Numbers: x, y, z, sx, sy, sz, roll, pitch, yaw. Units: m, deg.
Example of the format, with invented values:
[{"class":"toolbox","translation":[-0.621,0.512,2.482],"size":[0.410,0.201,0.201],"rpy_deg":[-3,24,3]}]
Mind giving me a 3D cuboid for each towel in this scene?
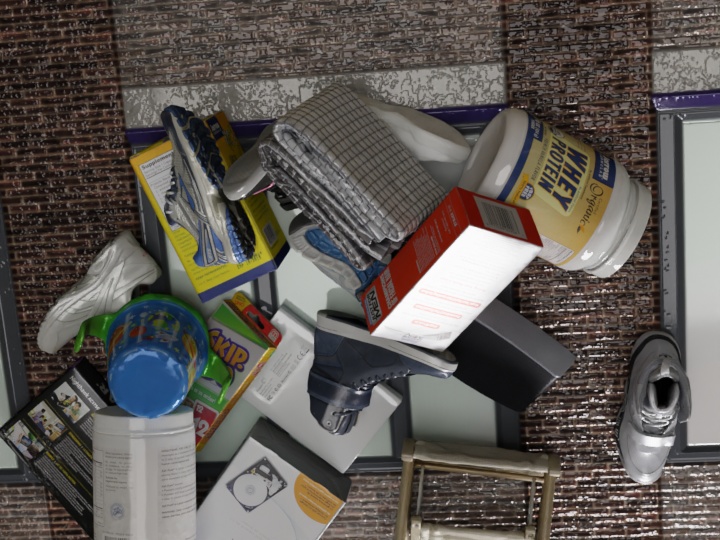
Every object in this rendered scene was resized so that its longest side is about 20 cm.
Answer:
[{"class":"towel","translation":[-0.009,-0.109,1.426],"size":[0.200,0.166,0.086],"rpy_deg":[46,122,1]}]

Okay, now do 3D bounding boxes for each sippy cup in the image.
[{"class":"sippy cup","translation":[-0.257,0.114,1.535],"size":[0.176,0.130,0.141],"rpy_deg":[-13,110,1]}]

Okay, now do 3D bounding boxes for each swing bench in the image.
[{"class":"swing bench","translation":[0.146,0.314,1.592],"size":[0.197,0.130,0.202],"rpy_deg":[6,99,5]}]

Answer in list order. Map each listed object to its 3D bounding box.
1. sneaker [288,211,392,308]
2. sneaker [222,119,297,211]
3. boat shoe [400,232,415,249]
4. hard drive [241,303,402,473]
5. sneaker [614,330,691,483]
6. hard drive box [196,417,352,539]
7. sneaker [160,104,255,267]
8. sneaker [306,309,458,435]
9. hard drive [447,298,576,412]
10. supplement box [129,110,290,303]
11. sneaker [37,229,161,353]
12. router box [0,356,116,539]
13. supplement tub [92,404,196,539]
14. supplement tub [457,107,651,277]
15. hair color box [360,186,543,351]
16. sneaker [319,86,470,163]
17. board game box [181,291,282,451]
[{"class":"sneaker","translation":[0.000,0.000,1.546],"size":[0.200,0.087,0.075],"rpy_deg":[40,85,9]},{"class":"sneaker","translation":[-0.097,-0.108,1.485],"size":[0.070,0.200,0.100],"rpy_deg":[-16,112,26]},{"class":"boat shoe","translation":[0.084,-0.026,1.540],"size":[0.198,0.071,0.092],"rpy_deg":[1,100,4]},{"class":"hard drive","translation":[-0.063,0.156,1.625],"size":[0.200,0.026,0.132],"rpy_deg":[37,105,-4]},{"class":"sneaker","translation":[0.363,0.184,1.539],"size":[0.074,0.115,0.202],"rpy_deg":[5,104,5]},{"class":"hard drive box","translation":[-0.130,0.325,1.649],"size":[0.155,0.077,0.201],"rpy_deg":[34,105,-2]},{"class":"sneaker","translation":[-0.199,-0.092,1.443],"size":[0.085,0.077,0.201],"rpy_deg":[-19,101,14]},{"class":"sneaker","translation":[0.021,0.143,1.537],"size":[0.201,0.077,0.147],"rpy_deg":[15,96,32]},{"class":"hard drive","translation":[0.154,0.094,1.547],"size":[0.199,0.042,0.135],"rpy_deg":[34,138,-4]},{"class":"supplement box","translation":[-0.184,-0.081,1.538],"size":[0.108,0.110,0.201],"rpy_deg":[-23,101,11]},{"class":"sneaker","translation":[-0.337,0.048,1.605],"size":[0.099,0.078,0.200],"rpy_deg":[42,105,-8]},{"class":"router box","translation":[-0.366,0.241,1.665],"size":[0.149,0.051,0.200],"rpy_deg":[-38,97,11]},{"class":"supplement tub","translation":[-0.274,0.276,1.570],"size":[0.131,0.132,0.202],"rpy_deg":[1,91,6]},{"class":"supplement tub","translation":[0.228,-0.088,1.465],"size":[0.199,0.145,0.145],"rpy_deg":[25,105,-12]},{"class":"hair color box","translation":[0.100,0.002,1.404],"size":[0.110,0.064,0.200],"rpy_deg":[15,132,-32]},{"class":"sneaker","translation":[0.036,-0.156,1.521],"size":[0.199,0.075,0.089],"rpy_deg":[20,110,11]},{"class":"board game box","translation":[-0.190,0.131,1.616],"size":[0.095,0.030,0.200],"rpy_deg":[43,103,21]}]
